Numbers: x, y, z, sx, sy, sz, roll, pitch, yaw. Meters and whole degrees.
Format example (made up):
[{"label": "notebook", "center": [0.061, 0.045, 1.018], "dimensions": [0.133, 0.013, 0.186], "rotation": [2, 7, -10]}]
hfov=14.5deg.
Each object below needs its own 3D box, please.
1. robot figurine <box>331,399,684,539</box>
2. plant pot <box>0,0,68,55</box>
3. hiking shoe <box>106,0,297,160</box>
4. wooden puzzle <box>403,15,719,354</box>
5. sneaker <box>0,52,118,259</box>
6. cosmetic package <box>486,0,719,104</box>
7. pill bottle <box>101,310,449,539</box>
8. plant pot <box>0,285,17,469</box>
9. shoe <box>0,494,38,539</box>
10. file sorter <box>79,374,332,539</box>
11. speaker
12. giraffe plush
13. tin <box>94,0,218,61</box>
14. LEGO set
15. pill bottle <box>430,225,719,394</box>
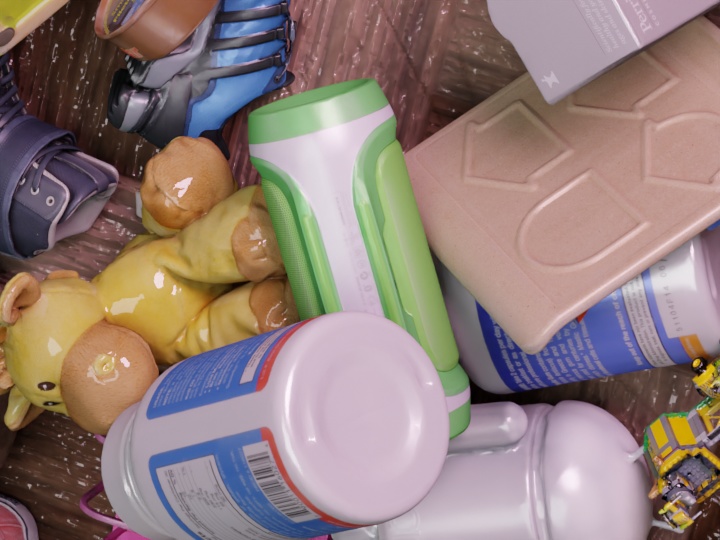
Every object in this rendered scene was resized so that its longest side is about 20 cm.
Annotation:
[{"label": "robot figurine", "center": [0.085, 0.137, 1.660], "dimensions": [0.200, 0.113, 0.170], "rotation": [-8, 138, 20]}, {"label": "plant pot", "center": [-0.221, -0.244, 1.585], "dimensions": [0.200, 0.199, 0.182], "rotation": [-40, 68, 0]}, {"label": "hiking shoe", "center": [-0.067, -0.151, 1.682], "dimensions": [0.087, 0.074, 0.200], "rotation": [32, 109, -19]}, {"label": "wooden puzzle", "center": [0.133, -0.054, 1.561], "dimensions": [0.200, 0.185, 0.046], "rotation": [-38, 131, -3]}, {"label": "sneaker", "center": [-0.210, -0.104, 1.716], "dimensions": [0.146, 0.077, 0.203], "rotation": [21, 117, 24]}, {"label": "cosmetic package", "center": [0.156, -0.180, 1.518], "dimensions": [0.090, 0.200, 0.107], "rotation": [-30, 94, 47]}, {"label": "pill bottle", "center": [-0.053, 0.092, 1.510], "dimensions": [0.200, 0.112, 0.112], "rotation": [-17, 97, 52]}, {"label": "plant pot", "center": [-0.332, 0.068, 1.725], "dimensions": [0.200, 0.175, 0.201], "rotation": [0, 91, 28]}, {"label": "shoe", "center": [-0.243, 0.249, 1.802], "dimensions": [0.071, 0.091, 0.200], "rotation": [2, 102, 18]}, {"label": "file sorter", "center": [-0.106, 0.188, 1.727], "dimensions": [0.139, 0.125, 0.200], "rotation": [16, 106, 14]}, {"label": "speaker", "center": [0.000, 0.000, 1.560], "dimensions": [0.088, 0.088, 0.200], "rotation": [-12, 100, 20]}, {"label": "giraffe plush", "center": [-0.135, 0.027, 1.644], "dimensions": [0.200, 0.162, 0.173], "rotation": [18, 132, 50]}, {"label": "tin", "center": [-0.083, -0.209, 1.624], "dimensions": [0.042, 0.112, 0.200], "rotation": [34, 85, -25]}, {"label": "LEGO set", "center": [0.259, 0.132, 1.564], "dimensions": [0.154, 0.116, 0.200], "rotation": [-35, 122, 13]}, {"label": "pill bottle", "center": [0.112, 0.010, 1.624], "dimensions": [0.200, 0.112, 0.112], "rotation": [-10, 98, 19]}]
